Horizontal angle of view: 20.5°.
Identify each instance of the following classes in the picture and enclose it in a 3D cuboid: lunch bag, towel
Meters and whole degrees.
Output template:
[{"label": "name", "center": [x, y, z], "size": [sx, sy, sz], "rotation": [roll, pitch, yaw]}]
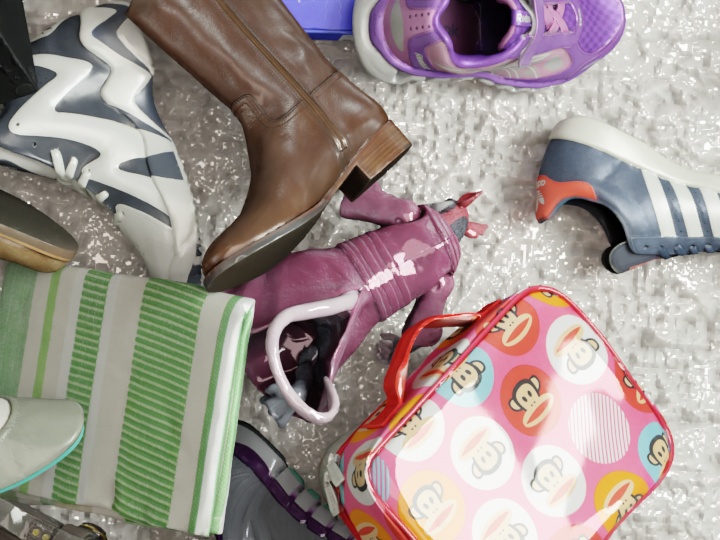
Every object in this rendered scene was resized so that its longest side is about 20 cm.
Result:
[{"label": "lunch bag", "center": [0.080, 0.108, 1.207], "size": [0.200, 0.082, 0.177], "rotation": [-42, 97, -28]}, {"label": "towel", "center": [-0.155, 0.078, 1.227], "size": [0.199, 0.023, 0.154], "rotation": [6, 86, 36]}]

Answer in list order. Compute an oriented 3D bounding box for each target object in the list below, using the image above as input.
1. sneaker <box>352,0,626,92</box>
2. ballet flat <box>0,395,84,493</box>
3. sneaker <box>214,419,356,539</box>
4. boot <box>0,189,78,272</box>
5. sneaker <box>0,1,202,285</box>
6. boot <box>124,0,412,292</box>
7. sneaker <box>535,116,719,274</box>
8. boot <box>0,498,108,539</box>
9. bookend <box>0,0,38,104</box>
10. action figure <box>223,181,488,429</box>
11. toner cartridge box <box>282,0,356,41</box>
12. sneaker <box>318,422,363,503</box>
[{"label": "sneaker", "center": [0.097, -0.158, 1.283], "size": [0.199, 0.088, 0.081], "rotation": [-6, 90, -30]}, {"label": "ballet flat", "center": [-0.265, 0.113, 1.199], "size": [0.198, 0.068, 0.064], "rotation": [-22, 127, 10]}, {"label": "sneaker", "center": [-0.043, 0.187, 1.251], "size": [0.087, 0.075, 0.200], "rotation": [-41, 64, -18]}, {"label": "boot", "center": [-0.276, -0.025, 1.254], "size": [0.198, 0.074, 0.076], "rotation": [18, 99, 3]}, {"label": "sneaker", "center": [-0.179, -0.062, 1.262], "size": [0.128, 0.079, 0.201], "rotation": [-16, 91, -7]}, {"label": "boot", "center": [-0.089, -0.104, 1.217], "size": [0.200, 0.064, 0.186], "rotation": [48, 51, 3]}, {"label": "sneaker", "center": [0.208, -0.027, 1.325], "size": [0.198, 0.075, 0.085], "rotation": [22, 84, 3]}, {"label": "boot", "center": [-0.140, 0.207, 1.249], "size": [0.173, 0.201, 0.070], "rotation": [19, 64, 23]}, {"label": "bookend", "center": [-0.316, -0.178, 1.215], "size": [0.198, 0.092, 0.200], "rotation": [-19, 58, 4]}, {"label": "action figure", "center": [0.000, 0.000, 1.251], "size": [0.199, 0.149, 0.135], "rotation": [-33, 93, -14]}, {"label": "toner cartridge box", "center": [-0.019, -0.254, 1.309], "size": [0.094, 0.043, 0.202], "rotation": [1, 89, -10]}, {"label": "sneaker", "center": [0.066, 0.097, 1.290], "size": [0.200, 0.088, 0.076], "rotation": [-38, 92, -9]}]
